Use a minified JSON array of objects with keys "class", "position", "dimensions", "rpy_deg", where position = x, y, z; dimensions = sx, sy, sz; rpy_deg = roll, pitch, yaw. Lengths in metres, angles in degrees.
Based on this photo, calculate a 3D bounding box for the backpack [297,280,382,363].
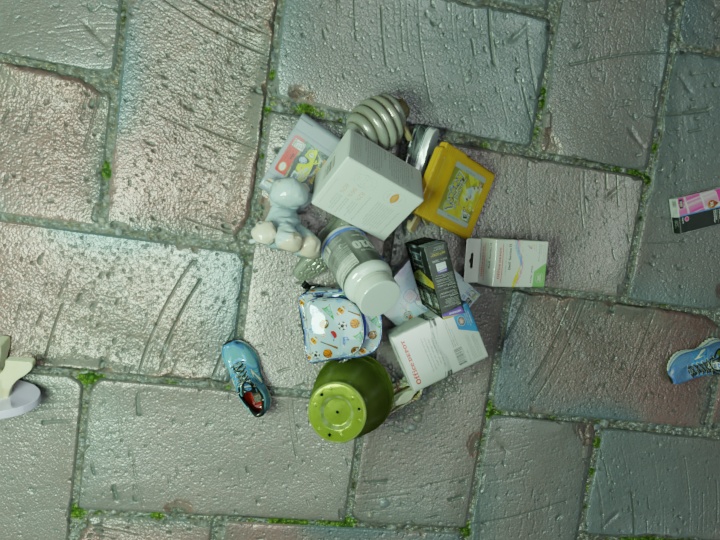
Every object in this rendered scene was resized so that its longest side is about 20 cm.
[{"class":"backpack","position":[-0.042,0.120,1.240],"dimensions":[0.189,0.154,0.202],"rpy_deg":[-8,98,-3]}]

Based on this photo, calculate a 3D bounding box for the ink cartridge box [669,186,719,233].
[{"class":"ink cartridge box","position":[0.923,-0.166,1.428],"dimensions":[0.199,0.037,0.095],"rpy_deg":[-14,99,-9]}]

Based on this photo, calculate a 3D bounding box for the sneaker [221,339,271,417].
[{"class":"sneaker","position":[-0.263,0.254,1.258],"dimensions":[0.078,0.090,0.201],"rpy_deg":[-26,99,-5]}]

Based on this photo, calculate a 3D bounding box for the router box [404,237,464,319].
[{"class":"router box","position":[0.162,0.011,1.198],"dimensions":[0.052,0.200,0.158],"rpy_deg":[-17,98,-5]}]

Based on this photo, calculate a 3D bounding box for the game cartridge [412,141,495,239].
[{"class":"game cartridge","position":[0.222,-0.185,1.270],"dimensions":[0.199,0.032,0.177],"rpy_deg":[19,94,-41]}]

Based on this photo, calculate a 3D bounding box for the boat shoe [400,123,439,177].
[{"class":"boat shoe","position":[0.123,-0.248,1.277],"dimensions":[0.067,0.072,0.201],"rpy_deg":[24,109,22]}]

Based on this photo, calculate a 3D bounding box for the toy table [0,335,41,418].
[{"class":"toy table","position":[-0.793,0.233,1.138],"dimensions":[0.199,0.184,0.118],"rpy_deg":[1,113,-21]}]

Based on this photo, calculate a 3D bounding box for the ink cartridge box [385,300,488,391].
[{"class":"ink cartridge box","position":[0.180,0.174,1.279],"dimensions":[0.199,0.086,0.147],"rpy_deg":[-24,100,-3]}]

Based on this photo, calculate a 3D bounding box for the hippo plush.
[{"class":"hippo plush","position":[-0.149,-0.120,1.188],"dimensions":[0.158,0.200,0.162],"rpy_deg":[16,87,-11]}]

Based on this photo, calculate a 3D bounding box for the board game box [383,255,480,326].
[{"class":"board game box","position":[0.159,0.067,1.328],"dimensions":[0.199,0.043,0.200],"rpy_deg":[42,89,-12]}]

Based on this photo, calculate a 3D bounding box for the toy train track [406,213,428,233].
[{"class":"toy train track","position":[0.158,-0.183,1.293],"dimensions":[0.032,0.115,0.201],"rpy_deg":[25,78,30]}]

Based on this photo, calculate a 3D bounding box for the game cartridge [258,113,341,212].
[{"class":"game cartridge","position":[-0.130,-0.245,1.251],"dimensions":[0.133,0.041,0.201],"rpy_deg":[31,91,-15]}]

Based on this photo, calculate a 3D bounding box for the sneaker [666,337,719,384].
[{"class":"sneaker","position":[0.920,0.247,1.446],"dimensions":[0.199,0.089,0.079],"rpy_deg":[-29,99,-5]}]

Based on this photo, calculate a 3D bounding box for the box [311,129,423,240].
[{"class":"box","position":[0.016,-0.185,1.192],"dimensions":[0.199,0.107,0.152],"rpy_deg":[26,132,-24]}]

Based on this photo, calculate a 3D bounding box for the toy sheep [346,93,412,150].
[{"class":"toy sheep","position":[0.035,-0.325,1.221],"dimensions":[0.200,0.138,0.138],"rpy_deg":[-40,101,-21]}]

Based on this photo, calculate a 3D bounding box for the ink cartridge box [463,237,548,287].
[{"class":"ink cartridge box","position":[0.356,-0.020,1.316],"dimensions":[0.199,0.067,0.118],"rpy_deg":[0,97,-22]}]

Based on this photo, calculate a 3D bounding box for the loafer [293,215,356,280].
[{"class":"loafer","position":[-0.085,-0.058,1.268],"dimensions":[0.200,0.070,0.070],"rpy_deg":[-43,136,10]}]

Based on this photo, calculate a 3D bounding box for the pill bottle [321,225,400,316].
[{"class":"pill bottle","position":[0.000,0.000,1.170],"dimensions":[0.113,0.200,0.114],"rpy_deg":[-17,134,-19]}]

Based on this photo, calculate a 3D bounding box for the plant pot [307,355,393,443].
[{"class":"plant pot","position":[-0.033,0.299,1.219],"dimensions":[0.199,0.193,0.202],"rpy_deg":[0,89,10]}]

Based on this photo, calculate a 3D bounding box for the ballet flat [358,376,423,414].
[{"class":"ballet flat","position":[0.070,0.325,1.333],"dimensions":[0.199,0.064,0.076],"rpy_deg":[-33,101,-3]}]
